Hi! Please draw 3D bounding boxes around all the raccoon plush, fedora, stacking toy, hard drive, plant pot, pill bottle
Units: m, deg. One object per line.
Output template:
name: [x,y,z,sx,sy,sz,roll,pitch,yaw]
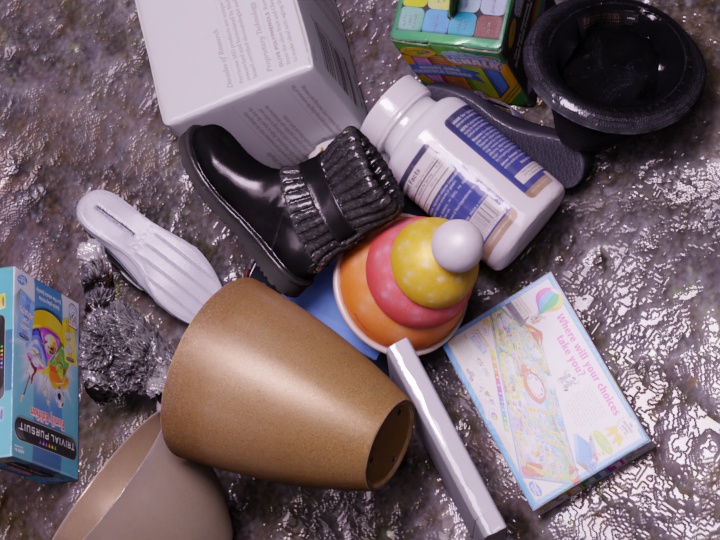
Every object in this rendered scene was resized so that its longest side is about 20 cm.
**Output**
raccoon plush: [-0.225,0.063,1.776,0.133,0.097,0.201,-8,104,13]
fedora: [0.247,-0.183,1.694,0.199,0.092,0.202,5,50,-6]
stacking toy: [0.069,-0.002,1.619,0.145,0.200,0.147,4,77,-20]
hard drive: [0.082,0.172,1.630,0.027,0.132,0.201,-26,74,-5]
plant pot: [-0.055,0.127,1.605,0.199,0.186,0.187,21,82,23]
plant pot: [-0.208,0.261,1.703,0.134,0.200,0.201,40,89,-11]
pill bottle: [0.099,-0.103,1.708,0.200,0.111,0.111,41,90,10]

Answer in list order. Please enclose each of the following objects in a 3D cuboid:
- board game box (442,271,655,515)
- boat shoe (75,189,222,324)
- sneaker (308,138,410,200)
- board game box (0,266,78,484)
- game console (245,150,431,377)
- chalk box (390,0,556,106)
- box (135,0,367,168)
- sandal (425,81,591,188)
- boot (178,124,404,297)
board game box: [0.183,0.121,1.677,0.134,0.034,0.201,-31,67,8]
boat shoe: [-0.223,-0.012,1.840,0.200,0.071,0.072,43,77,5]
sneaker: [-0.038,-0.067,1.794,0.199,0.074,0.116,-32,65,-3]
board game box: [-0.352,0.114,1.799,0.047,0.151,0.201,-8,72,16]
game console: [0.000,0.000,1.728,0.199,0.031,0.178,31,89,-6]
chalk box: [0.111,-0.265,1.726,0.123,0.200,0.126,9,76,21]
box: [-0.114,-0.227,1.793,0.170,0.199,0.201,-21,67,12]
sandal: [0.149,-0.140,1.758,0.199,0.076,0.043,26,40,20]
boot: [-0.066,-0.097,1.656,0.158,0.079,0.211,-43,81,23]
